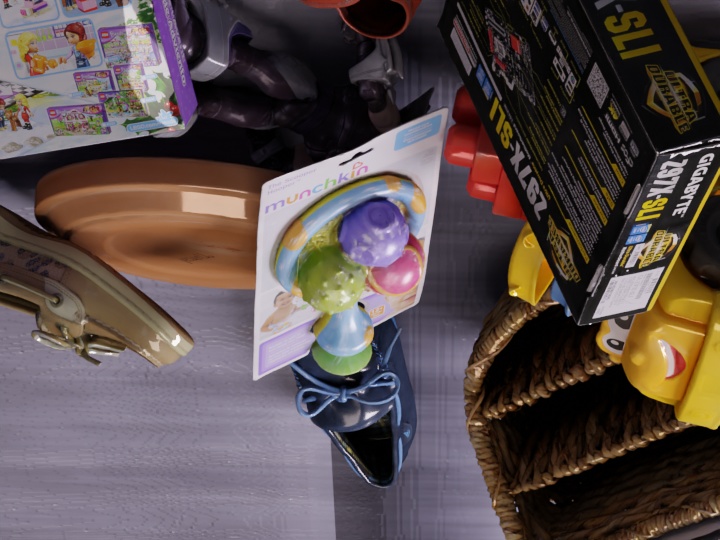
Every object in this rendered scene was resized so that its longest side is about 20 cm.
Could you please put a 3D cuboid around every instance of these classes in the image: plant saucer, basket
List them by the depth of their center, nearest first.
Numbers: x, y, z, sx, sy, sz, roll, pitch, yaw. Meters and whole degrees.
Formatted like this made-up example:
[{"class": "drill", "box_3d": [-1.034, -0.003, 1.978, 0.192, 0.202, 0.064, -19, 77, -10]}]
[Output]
[{"class": "plant saucer", "box_3d": [-0.090, -0.023, 1.682, 0.199, 0.032, 0.200, 6, 166, 1]}, {"class": "basket", "box_3d": [0.157, 0.067, 1.741, 0.200, 0.149, 0.143, -23, 114, 31]}]

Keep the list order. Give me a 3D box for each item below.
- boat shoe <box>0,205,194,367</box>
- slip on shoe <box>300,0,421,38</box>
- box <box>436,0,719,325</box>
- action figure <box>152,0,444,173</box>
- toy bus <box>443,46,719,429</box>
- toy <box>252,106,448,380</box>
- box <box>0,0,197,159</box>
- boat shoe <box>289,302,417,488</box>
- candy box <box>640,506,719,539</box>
[{"class": "boat shoe", "box_3d": [-0.185, 0.013, 1.676, 0.200, 0.063, 0.073, 27, 169, 26]}, {"class": "slip on shoe", "box_3d": [-0.013, -0.162, 1.436, 0.074, 0.061, 0.200, 11, 173, 21]}, {"class": "box", "box_3d": [0.109, -0.098, 1.468, 0.049, 0.201, 0.160, -14, 152, -18]}, {"class": "action figure", "box_3d": [-0.041, -0.097, 1.597, 0.199, 0.070, 0.130, 20, 135, -35]}, {"class": "toy bus", "box_3d": [0.137, -0.033, 1.586, 0.191, 0.201, 0.136, 10, 146, -3]}, {"class": "toy", "box_3d": [0.000, 0.000, 1.627, 0.115, 0.047, 0.200, -24, 155, -19]}, {"class": "box", "box_3d": [-0.197, -0.127, 1.506, 0.199, 0.039, 0.137, -8, 113, 12]}, {"class": "boat shoe", "box_3d": [0.001, 0.073, 1.856, 0.084, 0.069, 0.200, -13, 145, 18]}, {"class": "candy box", "box_3d": [0.267, 0.129, 1.743, 0.200, 0.168, 0.072, -26, 109, 28]}]
